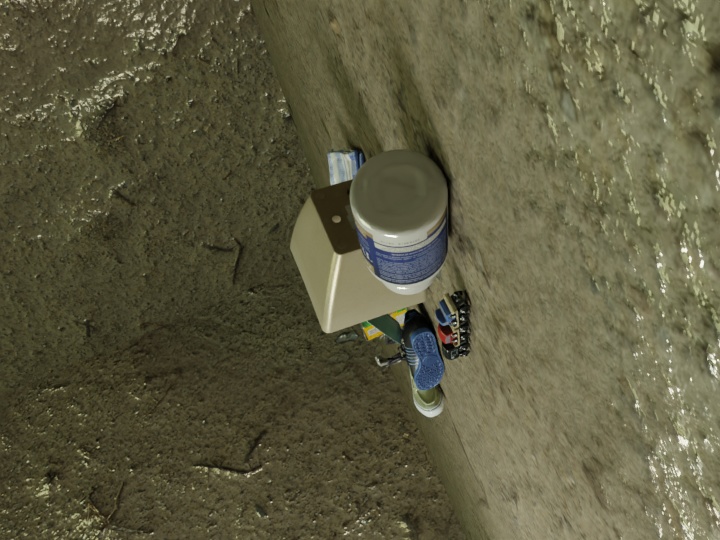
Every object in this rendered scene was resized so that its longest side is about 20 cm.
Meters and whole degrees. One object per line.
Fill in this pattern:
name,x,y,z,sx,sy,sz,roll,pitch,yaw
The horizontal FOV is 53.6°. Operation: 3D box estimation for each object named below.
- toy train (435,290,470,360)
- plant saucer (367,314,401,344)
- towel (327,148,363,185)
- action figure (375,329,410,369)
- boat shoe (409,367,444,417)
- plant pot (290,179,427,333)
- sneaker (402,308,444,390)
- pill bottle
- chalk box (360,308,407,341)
toy train,0.130,0.082,1.009,0.201,0.045,0.034,74,172,-61
plant saucer,0.012,0.078,1.456,0.199,0.036,0.200,36,179,1
towel,-0.029,-0.179,1.486,0.200,0.024,0.149,-153,56,-70
action figure,0.087,0.195,1.929,0.120,0.101,0.201,-91,-21,-47
boat shoe,0.152,0.280,1.759,0.200,0.071,0.062,-113,-1,-60
plant pot,-0.003,-0.048,1.211,0.178,0.198,0.201,93,156,-56
sneaker,0.127,0.164,1.477,0.201,0.069,0.078,81,171,-45
pill bottle,0.052,-0.047,0.865,0.200,0.110,0.112,75,172,-64
chalk box,0.030,0.052,1.808,0.125,0.123,0.202,73,175,-69
